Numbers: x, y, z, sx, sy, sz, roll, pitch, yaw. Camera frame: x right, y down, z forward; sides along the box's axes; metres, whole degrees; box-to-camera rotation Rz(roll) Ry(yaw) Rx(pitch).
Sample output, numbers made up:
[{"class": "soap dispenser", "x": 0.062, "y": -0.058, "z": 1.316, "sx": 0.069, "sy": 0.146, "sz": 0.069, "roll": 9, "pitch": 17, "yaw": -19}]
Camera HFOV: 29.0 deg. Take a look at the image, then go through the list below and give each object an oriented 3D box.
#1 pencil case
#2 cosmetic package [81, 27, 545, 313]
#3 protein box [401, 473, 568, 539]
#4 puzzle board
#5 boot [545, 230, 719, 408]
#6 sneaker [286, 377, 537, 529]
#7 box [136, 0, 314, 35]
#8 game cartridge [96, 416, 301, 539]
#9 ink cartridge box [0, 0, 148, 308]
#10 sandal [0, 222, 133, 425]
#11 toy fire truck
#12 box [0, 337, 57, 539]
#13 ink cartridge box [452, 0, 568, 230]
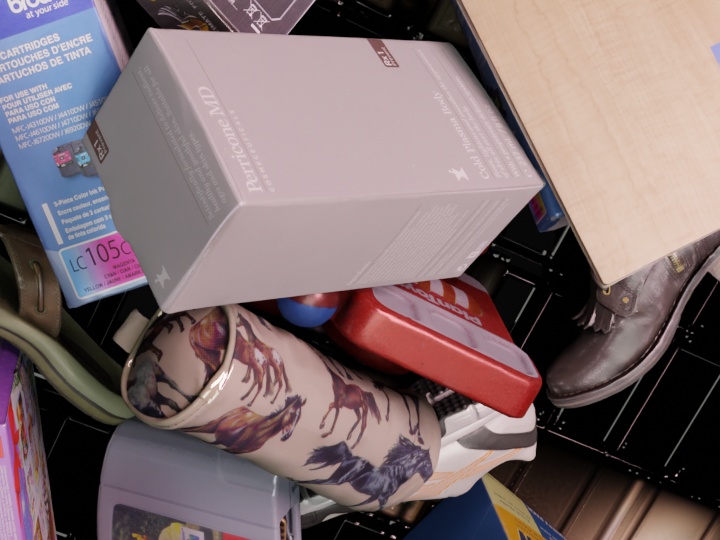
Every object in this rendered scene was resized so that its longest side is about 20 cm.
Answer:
[{"class": "pencil case", "x": -0.039, "y": 0.073, "z": 0.762, "sx": 0.078, "sy": 0.089, "sz": 0.200, "roll": -52, "pitch": 136, "yaw": 7}, {"class": "cosmetic package", "x": -0.021, "y": -0.051, "z": 0.678, "sx": 0.200, "sy": 0.107, "sz": 0.090, "roll": -6, "pitch": 148, "yaw": -46}, {"class": "protein box", "x": 0.073, "y": 0.274, "z": 0.880, "sx": 0.135, "sy": 0.200, "sz": 0.199, "roll": 40, "pitch": 100, "yaw": -21}, {"class": "puzzle board", "x": 0.144, "y": -0.113, "z": 0.708, "sx": 0.150, "sy": 0.017, "sz": 0.200, "roll": -26, "pitch": 87, "yaw": -4}, {"class": "boot", "x": 0.138, "y": -0.033, "z": 0.854, "sx": 0.174, "sy": 0.069, "sz": 0.200, "roll": 40, "pitch": 96, "yaw": -15}, {"class": "sneaker", "x": 0.024, "y": 0.126, "z": 0.886, "sx": 0.199, "sy": 0.074, "sz": 0.080, "roll": -24, "pitch": 122, "yaw": 5}, {"class": "box", "x": -0.085, "y": -0.220, "z": 0.700, "sx": 0.200, "sy": 0.048, "sz": 0.159, "roll": 46, "pitch": 58, "yaw": -22}, {"class": "game cartridge", "x": -0.101, "y": 0.188, "z": 0.876, "sx": 0.133, "sy": 0.041, "sz": 0.201, "roll": 11, "pitch": 117, "yaw": 25}, {"class": "ink cartridge box", "x": -0.155, "y": -0.100, "z": 0.734, "sx": 0.076, "sy": 0.136, "sz": 0.201, "roll": -18, "pitch": 112, "yaw": -3}, {"class": "sandal", "x": -0.188, "y": 0.009, "z": 0.805, "sx": 0.057, "sy": 0.080, "sz": 0.201, "roll": -37, "pitch": 123, "yaw": 9}, {"class": "toy fire truck", "x": 0.000, "y": 0.000, "z": 0.780, "sx": 0.200, "sy": 0.168, "sz": 0.112, "roll": 27, "pitch": 104, "yaw": -18}, {"class": "box", "x": -0.208, "y": 0.149, "z": 0.822, "sx": 0.039, "sy": 0.137, "sz": 0.201, "roll": -5, "pitch": 111, "yaw": -7}, {"class": "ink cartridge box", "x": 0.128, "y": -0.139, "z": 0.764, "sx": 0.136, "sy": 0.076, "sz": 0.201, "roll": -20, "pitch": 84, "yaw": -2}]
